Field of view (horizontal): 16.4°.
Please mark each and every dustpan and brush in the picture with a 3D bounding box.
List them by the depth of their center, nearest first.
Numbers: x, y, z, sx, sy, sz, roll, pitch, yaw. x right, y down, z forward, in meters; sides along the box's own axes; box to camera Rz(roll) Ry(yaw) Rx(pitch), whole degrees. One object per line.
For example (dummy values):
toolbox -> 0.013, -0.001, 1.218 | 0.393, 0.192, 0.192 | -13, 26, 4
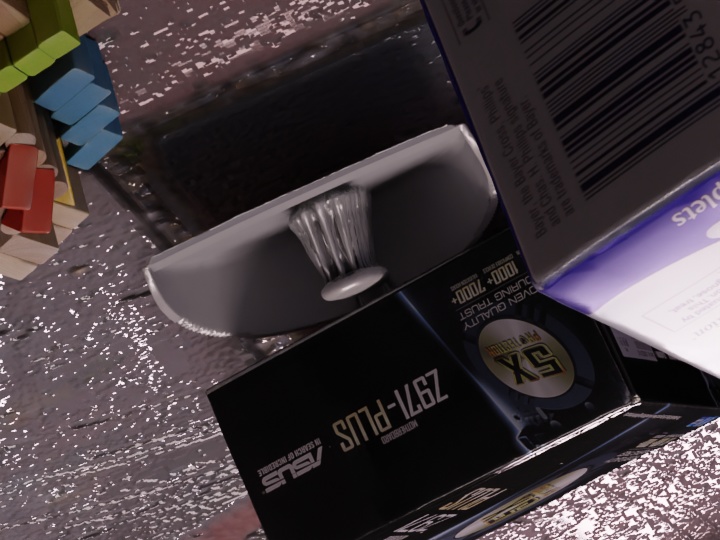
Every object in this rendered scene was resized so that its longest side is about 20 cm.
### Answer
dustpan and brush -> 0.000, 0.000, 1.028 | 0.139, 0.058, 0.200 | -24, 175, 6

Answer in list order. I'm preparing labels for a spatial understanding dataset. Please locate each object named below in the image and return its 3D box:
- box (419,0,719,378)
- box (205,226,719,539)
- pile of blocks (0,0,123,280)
box -> 0.123, -0.064, 0.876 | 0.105, 0.185, 0.200 | -36, 145, 25
box -> 0.054, 0.055, 1.065 | 0.163, 0.087, 0.200 | -28, 167, 15
pile of blocks -> -0.115, -0.057, 0.880 | 0.082, 0.062, 0.200 | -17, 149, -2
